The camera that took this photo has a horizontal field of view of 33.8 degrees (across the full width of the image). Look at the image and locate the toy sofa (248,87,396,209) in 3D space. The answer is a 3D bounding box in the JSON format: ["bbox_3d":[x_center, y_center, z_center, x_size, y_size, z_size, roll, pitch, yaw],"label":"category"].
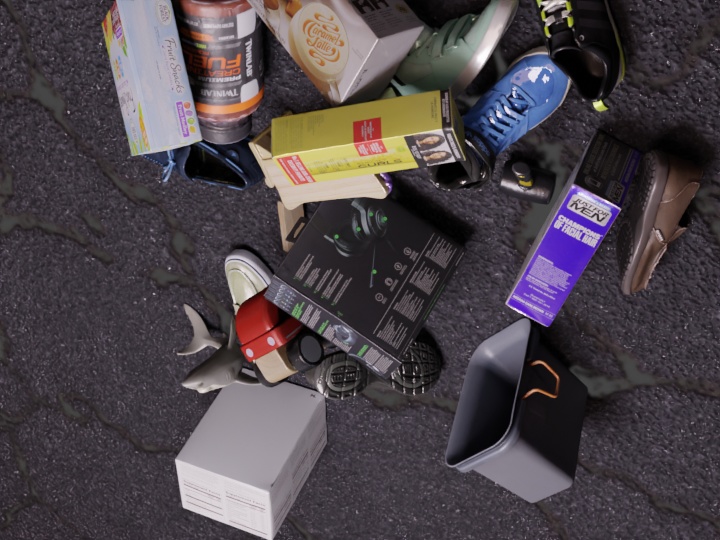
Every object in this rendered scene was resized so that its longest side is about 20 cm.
[{"bbox_3d":[-0.029,-0.141,1.401,0.198,0.083,0.098,-4,123,46],"label":"toy sofa"}]

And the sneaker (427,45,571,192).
[{"bbox_3d":[0.148,-0.156,1.295,0.077,0.112,0.199,44,134,-12],"label":"sneaker"}]

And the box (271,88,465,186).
[{"bbox_3d":[0.009,-0.139,1.255,0.196,0.051,0.075,-6,156,14],"label":"box"}]

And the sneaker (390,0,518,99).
[{"bbox_3d":[0.080,-0.251,1.272,0.118,0.074,0.200,39,142,-5],"label":"sneaker"}]

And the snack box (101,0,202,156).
[{"bbox_3d":[-0.245,-0.224,1.378,0.200,0.067,0.172,-163,61,-73],"label":"snack box"}]

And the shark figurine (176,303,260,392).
[{"bbox_3d":[-0.197,0.103,1.696,0.126,0.215,0.091,-1,107,-11],"label":"shark figurine"}]

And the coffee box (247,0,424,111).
[{"bbox_3d":[-0.038,-0.287,1.263,0.201,0.079,0.115,53,137,13],"label":"coffee box"}]

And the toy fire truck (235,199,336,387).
[{"bbox_3d":[-0.092,0.020,1.548,0.128,0.176,0.202,-28,96,42],"label":"toy fire truck"}]

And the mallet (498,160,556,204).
[{"bbox_3d":[0.188,-0.099,1.288,0.065,0.200,0.042,15,92,3],"label":"mallet"}]

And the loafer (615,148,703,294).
[{"bbox_3d":[0.331,-0.045,1.311,0.070,0.074,0.202,3,141,-2],"label":"loafer"}]

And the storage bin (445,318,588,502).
[{"bbox_3d":[0.215,0.183,1.499,0.134,0.202,0.145,35,137,-19],"label":"storage bin"}]

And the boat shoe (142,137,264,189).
[{"bbox_3d":[-0.215,-0.154,1.532,0.197,0.069,0.085,9,131,23],"label":"boat shoe"}]

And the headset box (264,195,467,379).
[{"bbox_3d":[0.000,0.000,1.453,0.198,0.175,0.093,33,158,-1],"label":"headset box"}]

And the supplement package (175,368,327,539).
[{"bbox_3d":[-0.158,0.267,1.762,0.153,0.201,0.112,15,133,17],"label":"supplement package"}]

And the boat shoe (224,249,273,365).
[{"bbox_3d":[-0.143,0.064,1.680,0.071,0.062,0.202,-3,125,31],"label":"boat shoe"}]

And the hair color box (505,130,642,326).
[{"bbox_3d":[0.239,-0.045,1.339,0.064,0.110,0.201,26,136,6],"label":"hair color box"}]

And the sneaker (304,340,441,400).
[{"bbox_3d":[0.016,0.128,1.599,0.090,0.197,0.077,-173,85,-64],"label":"sneaker"}]

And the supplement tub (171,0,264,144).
[{"bbox_3d":[-0.165,-0.251,1.395,0.105,0.107,0.202,16,133,16],"label":"supplement tub"}]

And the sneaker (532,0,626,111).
[{"bbox_3d":[0.214,-0.255,1.194,0.071,0.083,0.201,-17,117,38],"label":"sneaker"}]
